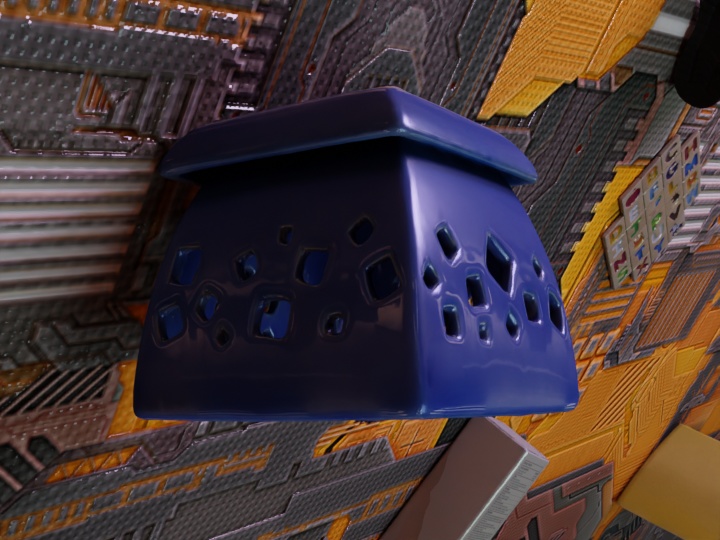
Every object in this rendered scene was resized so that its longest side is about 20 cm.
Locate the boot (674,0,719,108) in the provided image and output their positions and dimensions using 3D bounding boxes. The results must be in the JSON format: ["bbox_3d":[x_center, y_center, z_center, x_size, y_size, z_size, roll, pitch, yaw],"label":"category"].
[{"bbox_3d":[0.390,-0.266,1.058,0.138,0.077,0.200,-32,157,-37],"label":"boot"}]

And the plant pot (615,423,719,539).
[{"bbox_3d":[0.593,0.380,1.889,0.200,0.200,0.177,28,87,-59],"label":"plant pot"}]

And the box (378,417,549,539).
[{"bbox_3d":[0.114,0.264,1.218,0.200,0.078,0.095,-53,150,0],"label":"box"}]

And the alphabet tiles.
[{"bbox_3d":[0.339,-0.066,1.248,0.166,0.006,0.200,-46,149,-9],"label":"alphabet tiles"}]

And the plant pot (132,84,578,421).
[{"bbox_3d":[0.000,0.000,0.652,0.200,0.200,0.180,9,76,-56],"label":"plant pot"}]
